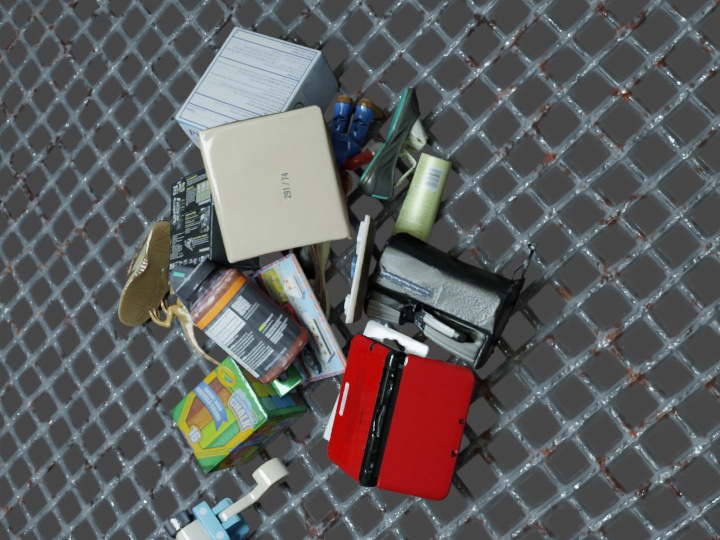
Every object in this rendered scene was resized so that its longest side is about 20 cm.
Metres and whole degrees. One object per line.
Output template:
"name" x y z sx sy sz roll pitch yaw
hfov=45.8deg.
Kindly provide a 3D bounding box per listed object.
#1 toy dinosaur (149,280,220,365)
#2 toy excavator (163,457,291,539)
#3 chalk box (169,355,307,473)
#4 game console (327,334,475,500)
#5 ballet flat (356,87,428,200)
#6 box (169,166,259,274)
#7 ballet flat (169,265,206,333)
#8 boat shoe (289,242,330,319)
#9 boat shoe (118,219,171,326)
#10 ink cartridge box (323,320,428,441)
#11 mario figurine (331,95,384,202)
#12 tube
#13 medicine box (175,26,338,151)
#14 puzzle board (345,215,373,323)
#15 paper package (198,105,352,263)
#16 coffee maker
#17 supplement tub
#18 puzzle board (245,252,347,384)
"toy dinosaur" -0.309 0.077 1.496 0.106 0.060 0.201 -11 81 23
"toy excavator" -0.213 0.402 1.401 0.100 0.200 0.195 47 149 21
"chalk box" -0.182 0.214 1.378 0.200 0.124 0.125 -44 69 20
"game console" 0.055 0.213 1.253 0.172 0.118 0.201 20 98 57
"ballet flat" 0.061 -0.192 1.331 0.068 0.068 0.201 27 71 -5
"box" -0.244 -0.078 1.415 0.200 0.086 0.165 -9 79 58
"ballet flat" -0.266 0.051 1.408 0.073 0.200 0.073 -4 60 7
"boat shoe" -0.093 0.022 1.375 0.072 0.072 0.201 9 97 26
"boat shoe" -0.387 0.002 1.544 0.072 0.072 0.201 26 98 62
"ink cartridge box" 0.036 0.188 1.314 0.116 0.067 0.201 24 97 25
"mario figurine" -0.029 -0.176 1.391 0.123 0.106 0.201 8 76 60
"tube" 0.087 -0.081 1.330 0.058 0.052 0.201 35 109 65
"medicine box" -0.168 -0.277 1.406 0.182 0.103 0.201 23 75 26
"puzzle board" 0.000 0.000 1.275 0.017 0.200 0.151 10 89 3
"paper package" -0.125 -0.130 1.264 0.190 0.103 0.201 -12 102 -1
"coffee maker" 0.128 0.019 1.250 0.199 0.135 0.193 26 79 16
"supplement tub" -0.181 0.071 1.287 0.200 0.107 0.107 43 105 -8
"puzzle board" -0.106 0.083 1.350 0.151 0.017 0.201 -23 94 52
